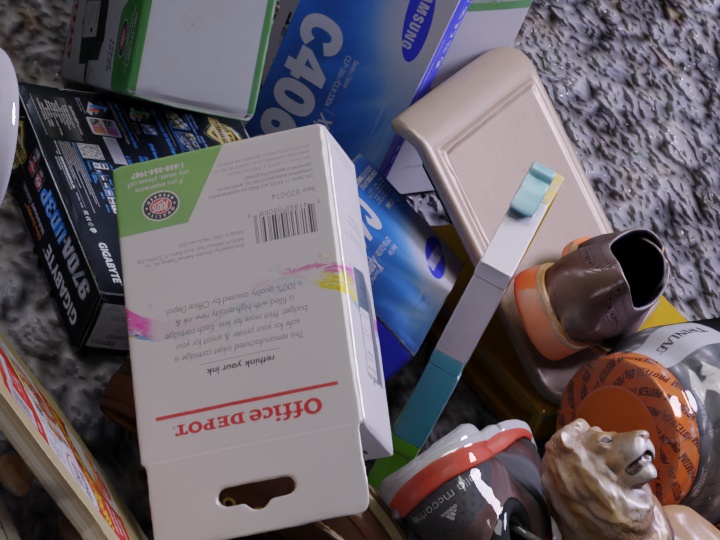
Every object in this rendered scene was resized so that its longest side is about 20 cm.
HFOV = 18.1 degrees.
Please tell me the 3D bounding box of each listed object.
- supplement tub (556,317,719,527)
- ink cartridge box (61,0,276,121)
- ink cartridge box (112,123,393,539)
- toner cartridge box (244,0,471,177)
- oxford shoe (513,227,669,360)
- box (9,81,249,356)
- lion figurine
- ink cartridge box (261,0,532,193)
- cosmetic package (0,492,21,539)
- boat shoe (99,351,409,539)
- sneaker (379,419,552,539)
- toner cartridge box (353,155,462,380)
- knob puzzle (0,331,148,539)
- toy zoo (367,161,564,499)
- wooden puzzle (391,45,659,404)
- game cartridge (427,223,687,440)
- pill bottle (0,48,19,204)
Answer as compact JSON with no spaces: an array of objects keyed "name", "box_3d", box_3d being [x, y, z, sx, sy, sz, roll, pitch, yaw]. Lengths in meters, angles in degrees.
[{"name":"supplement tub","box_3d":[0.218,0.089,1.347,0.199,0.123,0.123,-5,43,-42]},{"name":"ink cartridge box","box_3d":[-0.116,-0.176,1.393,0.082,0.148,0.200,9,4,-20]},{"name":"ink cartridge box","box_3d":[-0.052,0.040,1.125,0.116,0.067,0.202,-11,69,11]},{"name":"toner cartridge box","box_3d":[-0.003,-0.131,1.432,0.095,0.201,0.043,30,32,7]},{"name":"oxford shoe","box_3d":[0.157,0.009,1.344,0.072,0.073,0.200,65,23,0]},{"name":"box","box_3d":[-0.118,-0.028,1.340,0.158,0.046,0.201,6,37,-32]},{"name":"lion figurine","box_3d":[0.161,0.150,1.212,0.123,0.072,0.200,54,6,27]},{"name":"ink cartridge box","box_3d":[0.025,-0.171,1.512,0.084,0.201,0.145,-9,46,-39]},{"name":"cosmetic package","box_3d":[-0.221,0.116,1.006,0.103,0.088,0.200,9,35,-37]},{"name":"boat shoe","box_3d":[-0.053,0.111,1.178,0.200,0.072,0.068,41,67,15]},{"name":"sneaker","box_3d":[0.066,0.132,1.194,0.082,0.077,0.200,55,12,12]},{"name":"toner cartridge box","box_3d":[0.000,0.000,1.285,0.095,0.043,0.200,48,17,-4]},{"name":"knob puzzle","box_3d":[-0.141,0.103,1.064,0.220,0.030,0.220,54,-4,6]},{"name":"toy zoo","box_3d":[0.063,0.024,1.252,0.020,0.201,0.131,28,30,4]},{"name":"wooden puzzle","box_3d":[0.102,-0.031,1.409,0.201,0.037,0.185,59,31,-5]},{"name":"game cartridge","box_3d":[0.125,0.033,1.454,0.199,0.033,0.176,-4,43,-44]},{"name":"pill bottle","box_3d":[-0.296,-0.084,1.228,0.199,0.112,0.111,8,36,-28]}]
